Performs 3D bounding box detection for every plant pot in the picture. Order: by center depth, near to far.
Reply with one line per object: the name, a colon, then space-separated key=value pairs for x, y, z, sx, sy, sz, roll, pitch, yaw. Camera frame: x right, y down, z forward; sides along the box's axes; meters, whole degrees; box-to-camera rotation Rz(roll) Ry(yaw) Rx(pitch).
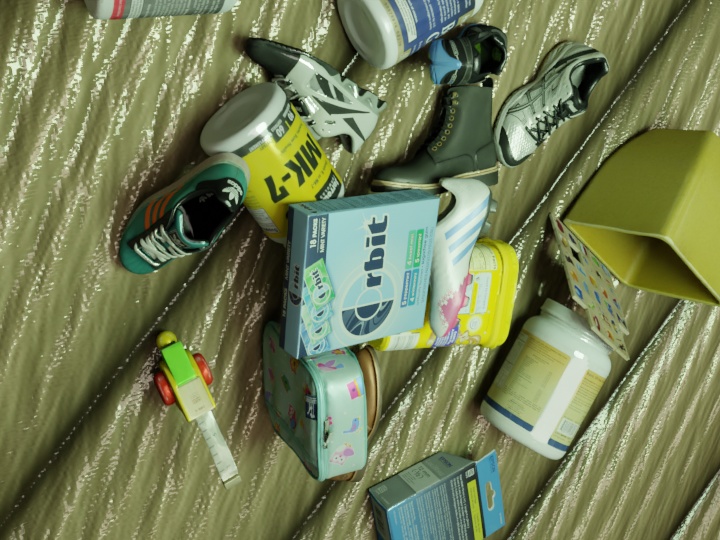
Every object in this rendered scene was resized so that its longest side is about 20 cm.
plant pot: x=0.459 y=-0.095 z=1.365 sx=0.193 sy=0.194 sz=0.202 roll=37 pitch=77 yaw=-33

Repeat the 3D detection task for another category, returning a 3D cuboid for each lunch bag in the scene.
lunch bag: x=-0.060 y=0.158 z=1.141 sx=0.076 sy=0.200 sz=0.164 roll=-7 pitch=113 yaw=-24

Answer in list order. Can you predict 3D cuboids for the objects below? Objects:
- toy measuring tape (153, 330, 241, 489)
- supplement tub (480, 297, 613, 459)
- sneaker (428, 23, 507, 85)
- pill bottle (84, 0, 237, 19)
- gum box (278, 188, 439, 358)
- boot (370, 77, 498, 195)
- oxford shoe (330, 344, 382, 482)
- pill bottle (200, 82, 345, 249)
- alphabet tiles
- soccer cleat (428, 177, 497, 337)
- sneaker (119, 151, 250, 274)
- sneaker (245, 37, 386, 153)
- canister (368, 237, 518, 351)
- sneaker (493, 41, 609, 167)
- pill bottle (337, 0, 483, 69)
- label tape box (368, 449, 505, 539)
toy measuring tape: x=-0.199 y=0.167 z=1.122 sx=0.073 sy=0.073 sz=0.203 roll=-25 pitch=88 yaw=-19
supplement tub: x=0.282 y=0.159 z=1.369 sx=0.143 sy=0.144 sz=0.203 roll=28 pitch=93 yaw=-33
sneaker: x=0.148 y=-0.264 z=1.150 sx=0.199 sy=0.081 sz=0.072 roll=-38 pitch=133 yaw=-59
pill bottle: x=-0.186 y=-0.322 z=0.956 sx=0.196 sy=0.110 sz=0.113 roll=-11 pitch=112 yaw=-26
gum box: x=0.000 y=0.000 z=1.094 sx=0.197 sy=0.044 sz=0.174 roll=-10 pitch=115 yaw=-37
boot: x=0.095 y=-0.174 z=1.200 sx=0.197 sy=0.077 sz=0.142 roll=-13 pitch=108 yaw=-37
oxford shoe: x=-0.017 y=0.199 z=1.260 sx=0.070 sy=0.071 sz=0.204 roll=5 pitch=106 yaw=-25
pill bottle: x=-0.089 y=-0.107 z=1.085 sx=0.114 sy=0.114 sz=0.201 roll=-42 pitch=122 yaw=-10
alphabet tiles: x=0.341 y=0.030 z=1.345 sx=0.007 sy=0.203 sz=0.166 roll=-32 pitch=129 yaw=27
soccer cleat: x=0.105 y=-0.020 z=1.169 sx=0.085 sy=0.070 sz=0.204 roll=15 pitch=95 yaw=-10
sneaker: x=-0.203 y=-0.048 z=1.015 sx=0.199 sy=0.081 sz=0.071 roll=-36 pitch=117 yaw=27
sneaker: x=-0.060 y=-0.202 z=1.092 sx=0.198 sy=0.074 sz=0.090 roll=25 pitch=92 yaw=-33
canister: x=0.107 y=0.033 z=1.263 sx=0.196 sy=0.086 sz=0.152 roll=-1 pitch=108 yaw=-28
sneaker: x=0.259 y=-0.225 z=1.258 sx=0.075 sy=0.087 sz=0.202 roll=35 pitch=90 yaw=-35
pill bottle: x=0.079 y=-0.336 z=1.102 sx=0.198 sy=0.111 sz=0.112 roll=-34 pitch=120 yaw=-15
label tape box: x=0.118 y=0.359 z=1.396 sx=0.197 sy=0.066 sz=0.146 roll=-23 pitch=117 yaw=-24
